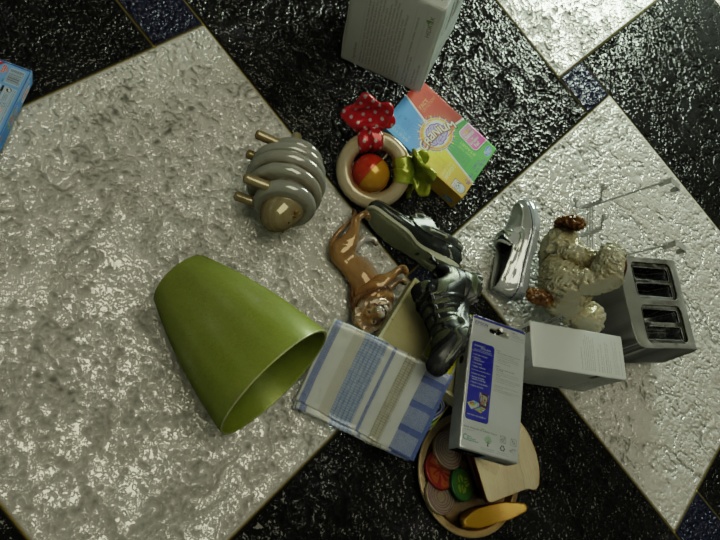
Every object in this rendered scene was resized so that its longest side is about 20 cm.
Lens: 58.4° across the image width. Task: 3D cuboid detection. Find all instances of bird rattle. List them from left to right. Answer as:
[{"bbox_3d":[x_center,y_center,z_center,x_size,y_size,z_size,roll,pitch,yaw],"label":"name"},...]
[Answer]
[{"bbox_3d":[0.030,-0.187,1.088,0.200,0.113,0.163,43,90,-13],"label":"bird rattle"}]

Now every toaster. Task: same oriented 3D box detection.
[{"bbox_3d":[0.513,0.074,1.210,0.198,0.119,0.183,4,68,-23],"label":"toaster"}]

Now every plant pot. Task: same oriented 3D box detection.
[{"bbox_3d":[-0.179,0.080,0.869,0.200,0.188,0.187,44,58,14],"label":"plant pot"}]

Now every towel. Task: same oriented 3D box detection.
[{"bbox_3d":[0.016,0.174,0.937,0.198,0.024,0.148,25,94,1],"label":"towel"}]

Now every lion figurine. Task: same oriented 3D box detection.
[{"bbox_3d":[0.000,0.000,1.038,0.122,0.073,0.201,-30,71,-18],"label":"lion figurine"}]

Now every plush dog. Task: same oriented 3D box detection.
[{"bbox_3d":[0.362,0.000,1.145,0.158,0.201,0.173,3,42,1],"label":"plush dog"}]

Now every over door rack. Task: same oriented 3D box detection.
[{"bbox_3d":[0.502,-0.096,1.228,0.066,0.198,0.149,34,56,-44],"label":"over door rack"}]

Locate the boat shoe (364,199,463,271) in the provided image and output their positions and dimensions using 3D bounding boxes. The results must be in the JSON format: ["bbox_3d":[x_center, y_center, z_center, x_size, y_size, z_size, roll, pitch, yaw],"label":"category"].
[{"bbox_3d":[0.092,-0.064,1.094,0.199,0.072,0.068,32,67,-20],"label":"boat shoe"}]

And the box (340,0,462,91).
[{"bbox_3d":[0.086,-0.481,1.160,0.170,0.200,0.200,25,61,3],"label":"box"}]

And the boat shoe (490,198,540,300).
[{"bbox_3d":[0.278,-0.048,1.173,0.066,0.074,0.202,18,64,-18],"label":"boat shoe"}]

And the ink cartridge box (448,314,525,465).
[{"bbox_3d":[0.189,0.174,0.950,0.099,0.039,0.202,19,64,-14],"label":"ink cartridge box"}]

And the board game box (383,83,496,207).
[{"bbox_3d":[0.140,-0.239,1.202,0.200,0.040,0.153,40,60,-6],"label":"board game box"}]

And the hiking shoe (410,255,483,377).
[{"bbox_3d":[0.112,0.067,0.949,0.100,0.076,0.201,24,46,2],"label":"hiking shoe"}]

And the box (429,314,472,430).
[{"bbox_3d":[0.129,0.164,1.025,0.064,0.070,0.200,45,59,-2],"label":"box"}]

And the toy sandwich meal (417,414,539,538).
[{"bbox_3d":[0.184,0.310,0.994,0.203,0.070,0.207,9,67,-22],"label":"toy sandwich meal"}]

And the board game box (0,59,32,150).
[{"bbox_3d":[-0.577,-0.243,0.875,0.198,0.037,0.153,19,64,-18],"label":"board game box"}]

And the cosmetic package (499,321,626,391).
[{"bbox_3d":[0.339,0.150,1.105,0.198,0.113,0.082,8,67,-20],"label":"cosmetic package"}]

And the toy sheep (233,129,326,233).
[{"bbox_3d":[-0.117,-0.144,0.999,0.137,0.138,0.202,19,58,-17],"label":"toy sheep"}]

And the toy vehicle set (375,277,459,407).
[{"bbox_3d":[0.127,0.120,0.985,0.199,0.027,0.125,39,59,-3],"label":"toy vehicle set"}]
